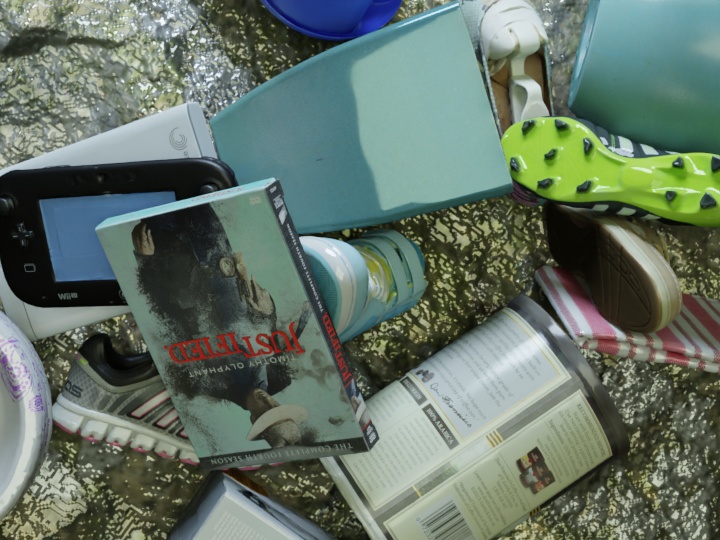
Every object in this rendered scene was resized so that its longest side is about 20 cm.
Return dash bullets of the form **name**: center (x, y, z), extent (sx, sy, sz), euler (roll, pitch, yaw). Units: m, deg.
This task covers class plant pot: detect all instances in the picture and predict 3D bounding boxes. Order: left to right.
- **plant pot**: center (-0.003, -0.099, 0.977), extent (0.200, 0.141, 0.141), euler (-16, 93, 4)
- **plant pot**: center (0.250, -0.168, 0.981), extent (0.161, 0.201, 0.201), euler (14, 89, 3)

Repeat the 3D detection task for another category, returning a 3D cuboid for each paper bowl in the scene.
- **paper bowl**: center (-0.329, 0.107, 0.947), extent (0.200, 0.104, 0.201), euler (0, 90, -5)

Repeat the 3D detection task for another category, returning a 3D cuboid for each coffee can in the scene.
- **coffee can**: center (0.081, 0.133, 0.982), extent (0.200, 0.146, 0.146), euler (-33, 95, -5)

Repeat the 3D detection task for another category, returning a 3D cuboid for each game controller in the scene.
- **game controller**: center (-0.172, -0.026, 0.919), extent (0.200, 0.042, 0.104), euler (-2, 98, 20)

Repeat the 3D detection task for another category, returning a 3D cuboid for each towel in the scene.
- **towel**: center (0.242, 0.048, 1.005), extent (0.200, 0.146, 0.030), euler (11, 107, -7)

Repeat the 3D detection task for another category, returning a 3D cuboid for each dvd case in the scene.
- **dvd case**: center (-0.085, 0.043, 0.886), extent (0.146, 0.022, 0.200), euler (-10, 112, 29)

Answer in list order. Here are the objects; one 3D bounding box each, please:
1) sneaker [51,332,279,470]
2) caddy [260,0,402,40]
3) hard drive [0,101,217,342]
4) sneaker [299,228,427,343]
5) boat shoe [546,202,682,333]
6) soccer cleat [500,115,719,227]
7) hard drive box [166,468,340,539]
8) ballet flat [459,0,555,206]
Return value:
- **sneaker**: center (-0.134, 0.096, 0.989), extent (0.200, 0.074, 0.088), euler (12, 96, -3)
- **caddy**: center (-0.040, -0.271, 0.984), extent (0.200, 0.105, 0.141), euler (47, 63, -5)
- **hard drive**: center (-0.191, -0.032, 0.960), extent (0.200, 0.027, 0.132), euler (-16, 93, 20)
- **sneaker**: center (0.000, 0.000, 0.951), extent (0.130, 0.200, 0.080), euler (-28, 84, -19)
- **boat shoe**: center (0.202, -0.011, 0.972), extent (0.065, 0.200, 0.072), euler (-8, 109, -10)
- **soccer cleat**: center (0.194, -0.065, 0.946), extent (0.200, 0.081, 0.068), euler (17, 84, 34)
- **hard drive box**: center (-0.044, 0.237, 0.964), extent (0.200, 0.156, 0.077), euler (36, 85, -7)
- **ballet flat**: center (0.126, -0.150, 1.021), extent (0.069, 0.071, 0.200), euler (-12, 92, -9)
